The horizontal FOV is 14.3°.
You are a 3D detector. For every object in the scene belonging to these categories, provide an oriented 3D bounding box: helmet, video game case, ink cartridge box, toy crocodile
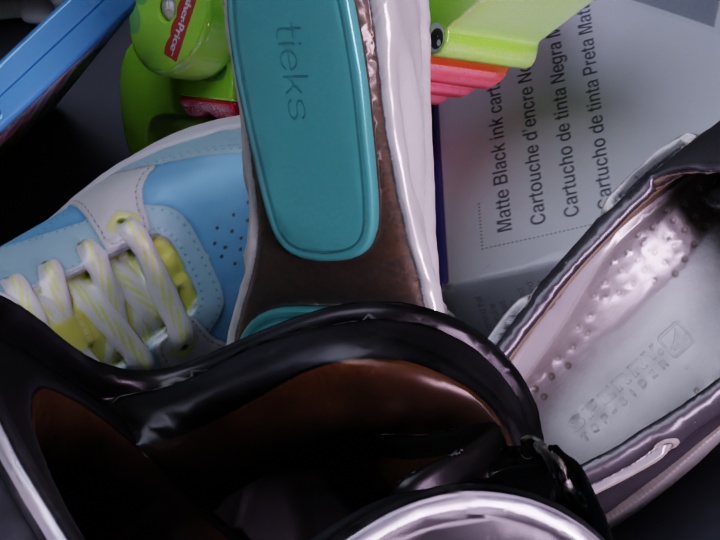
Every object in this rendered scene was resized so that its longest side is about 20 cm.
[{"bbox_3d":[-0.037,0.099,0.659,0.189,0.201,0.201,-8,47,-5],"label":"helmet"},{"bbox_3d":[-0.155,-0.005,0.860,0.018,0.143,0.200,47,72,-4],"label":"video game case"},{"bbox_3d":[0.067,-0.068,0.872,0.199,0.041,0.200,-13,48,12],"label":"ink cartridge box"},{"bbox_3d":[-0.005,-0.067,0.840,0.199,0.067,0.062,-10,78,46],"label":"toy crocodile"}]

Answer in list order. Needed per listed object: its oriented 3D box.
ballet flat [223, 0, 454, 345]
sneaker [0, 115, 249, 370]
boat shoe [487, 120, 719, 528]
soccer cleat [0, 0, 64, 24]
[{"bbox_3d":[0.000,0.000,0.775,0.069,0.201,0.069,-1,15,0],"label":"ballet flat"},{"bbox_3d":[-0.086,0.025,0.791,0.199,0.080,0.131,-29,6,9],"label":"sneaker"},{"bbox_3d":[0.101,-0.007,0.756,0.200,0.060,0.074,-40,74,5],"label":"boat shoe"},{"bbox_3d":[-0.098,-0.132,0.985,0.200,0.070,0.086,-37,63,-8],"label":"soccer cleat"}]
